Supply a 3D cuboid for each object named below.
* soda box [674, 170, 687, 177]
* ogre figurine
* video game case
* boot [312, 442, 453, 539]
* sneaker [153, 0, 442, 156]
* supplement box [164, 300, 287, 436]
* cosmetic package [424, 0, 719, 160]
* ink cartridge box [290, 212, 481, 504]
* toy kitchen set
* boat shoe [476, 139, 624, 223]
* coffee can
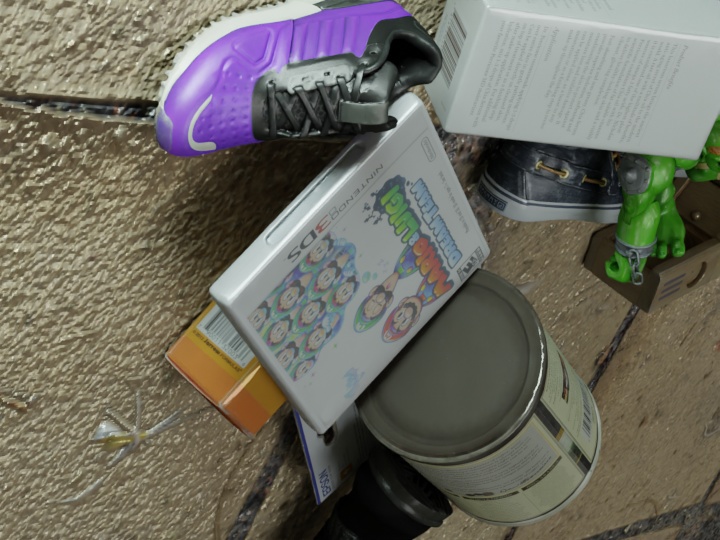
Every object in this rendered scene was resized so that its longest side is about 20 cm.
[{"bbox_3d":[0.293,-0.178,1.518,0.068,0.063,0.201,-1,123,-54],"label":"soda box"},{"bbox_3d":[0.254,-0.091,1.427,0.199,0.098,0.120,-34,146,-5],"label":"ogre figurine"},{"bbox_3d":[0.000,0.000,1.212,0.182,0.024,0.200,-47,148,-10],"label":"video game case"},{"bbox_3d":[-0.004,0.220,1.464,0.158,0.079,0.211,-43,169,-1],"label":"boot"},{"bbox_3d":[-0.029,-0.113,1.095,0.199,0.099,0.070,-31,143,-34],"label":"sneaker"},{"bbox_3d":[-0.040,0.014,1.259,0.200,0.069,0.067,-46,151,-7],"label":"supplement box"},{"bbox_3d":[0.153,-0.145,1.248,0.198,0.071,0.102,5,126,-20],"label":"cosmetic package"},{"bbox_3d":[0.016,0.064,1.418,0.200,0.043,0.197,-38,150,-19],"label":"ink cartridge box"},{"bbox_3d":[0.339,-0.064,1.609,0.180,0.163,0.201,-23,140,-41],"label":"toy kitchen set"},{"bbox_3d":[0.181,-0.092,1.446,0.199,0.071,0.091,-8,133,-49],"label":"boat shoe"},{"bbox_3d":[0.092,0.100,1.375,0.147,0.146,0.200,-49,152,-4],"label":"coffee can"}]
